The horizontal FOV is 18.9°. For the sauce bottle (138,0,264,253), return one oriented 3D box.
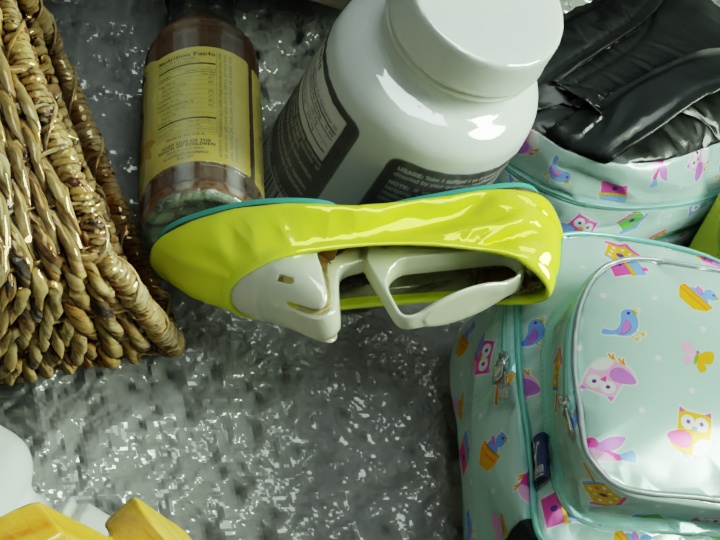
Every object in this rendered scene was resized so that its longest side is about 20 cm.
[{"bbox_3d":[-0.082,-0.087,1.125,0.064,0.065,0.200,15,41,-16],"label":"sauce bottle"}]

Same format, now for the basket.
[{"bbox_3d":[-0.160,-0.060,1.025,0.148,0.143,0.201,-9,63,-29],"label":"basket"}]

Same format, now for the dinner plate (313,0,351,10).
[{"bbox_3d":[-0.024,-0.164,1.176,0.199,0.024,0.200,17,11,-3],"label":"dinner plate"}]

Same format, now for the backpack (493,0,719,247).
[{"bbox_3d":[0.146,-0.075,1.188,0.167,0.127,0.200,33,41,30],"label":"backpack"}]

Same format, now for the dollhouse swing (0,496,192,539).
[{"bbox_3d":[-0.115,0.201,0.783,0.200,0.176,0.182,-41,87,-3],"label":"dollhouse swing"}]

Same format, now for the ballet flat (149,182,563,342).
[{"bbox_3d":[0.000,0.000,1.030,0.199,0.067,0.067,-6,56,-4],"label":"ballet flat"}]

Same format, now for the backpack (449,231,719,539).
[{"bbox_3d":[0.137,0.074,1.075,0.175,0.154,0.201,7,47,-18],"label":"backpack"}]

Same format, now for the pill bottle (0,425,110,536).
[{"bbox_3d":[-0.200,0.104,0.912,0.200,0.114,0.115,29,50,-5],"label":"pill bottle"}]

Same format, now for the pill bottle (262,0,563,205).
[{"bbox_3d":[0.021,-0.075,1.085,0.110,0.200,0.111,13,54,-19],"label":"pill bottle"}]

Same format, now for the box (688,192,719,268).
[{"bbox_3d":[0.245,-0.023,1.210,0.200,0.118,0.048,-27,63,-36],"label":"box"}]
